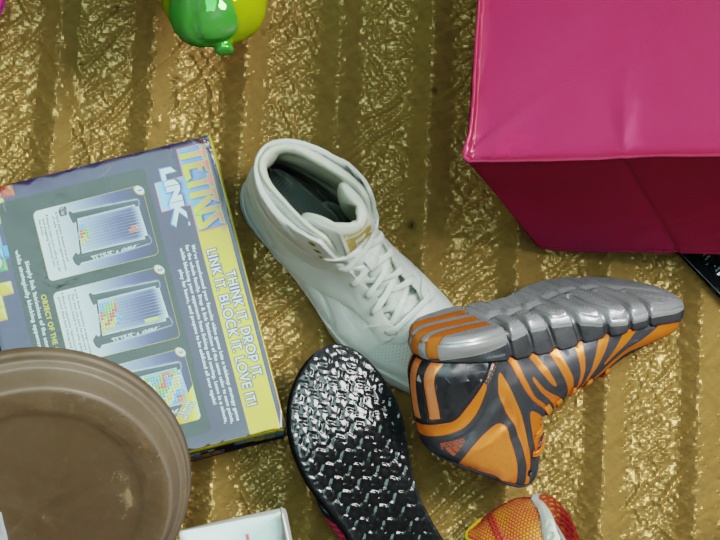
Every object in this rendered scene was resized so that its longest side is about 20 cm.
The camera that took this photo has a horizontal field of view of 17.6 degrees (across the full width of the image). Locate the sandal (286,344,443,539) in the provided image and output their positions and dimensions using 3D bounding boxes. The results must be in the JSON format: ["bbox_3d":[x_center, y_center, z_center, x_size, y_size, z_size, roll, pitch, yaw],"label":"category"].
[{"bbox_3d":[0.005,0.144,1.477,0.075,0.045,0.200,-25,96,-16],"label":"sandal"}]

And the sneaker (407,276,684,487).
[{"bbox_3d":[0.117,0.071,1.486,0.200,0.078,0.112,-11,109,-24],"label":"sneaker"}]

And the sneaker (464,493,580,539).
[{"bbox_3d":[0.124,0.242,1.460,0.077,0.073,0.200,-24,76,16],"label":"sneaker"}]

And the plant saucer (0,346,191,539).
[{"bbox_3d":[-0.200,0.140,1.419,0.200,0.029,0.200,-6,118,-12],"label":"plant saucer"}]

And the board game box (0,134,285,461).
[{"bbox_3d":[-0.151,0.030,1.488,0.165,0.057,0.200,-13,79,-7],"label":"board game box"}]

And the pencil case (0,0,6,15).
[{"bbox_3d":[-0.328,-0.208,1.518,0.200,0.088,0.088,37,80,6],"label":"pencil case"}]

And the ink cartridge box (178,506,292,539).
[{"bbox_3d":[-0.065,0.208,1.382,0.067,0.200,0.117,-11,79,-4],"label":"ink cartridge box"}]

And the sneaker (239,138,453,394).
[{"bbox_3d":[0.000,0.000,1.470,0.200,0.116,0.074,43,79,4],"label":"sneaker"}]

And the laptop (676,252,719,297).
[{"bbox_3d":[0.299,-0.052,1.496,0.177,0.103,0.200,-42,83,-10],"label":"laptop"}]

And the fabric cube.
[{"bbox_3d":[0.183,-0.128,1.430,0.200,0.199,0.197,1,76,18],"label":"fabric cube"}]

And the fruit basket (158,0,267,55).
[{"bbox_3d":[-0.105,-0.239,1.469,0.155,0.216,0.216,25,79,3],"label":"fruit basket"}]
